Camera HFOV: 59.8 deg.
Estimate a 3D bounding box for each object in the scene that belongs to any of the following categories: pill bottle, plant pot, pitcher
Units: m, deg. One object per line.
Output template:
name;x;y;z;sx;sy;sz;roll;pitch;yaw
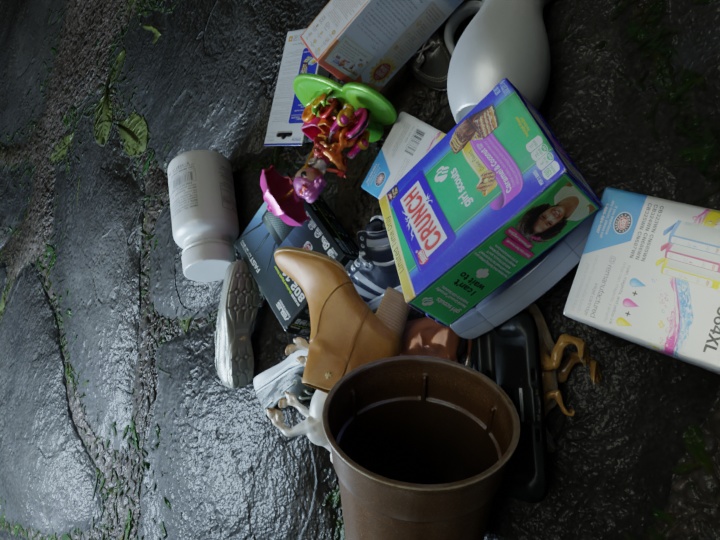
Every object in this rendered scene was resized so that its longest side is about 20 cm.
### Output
pill bottle;-0.267;-0.092;1.074;0.113;0.113;0.205;-25;65;31
plant pot;0.059;0.230;0.665;0.198;0.198;0.203;24;125;39
pitcher;0.158;-0.266;0.778;0.170;0.120;0.205;-4;66;51

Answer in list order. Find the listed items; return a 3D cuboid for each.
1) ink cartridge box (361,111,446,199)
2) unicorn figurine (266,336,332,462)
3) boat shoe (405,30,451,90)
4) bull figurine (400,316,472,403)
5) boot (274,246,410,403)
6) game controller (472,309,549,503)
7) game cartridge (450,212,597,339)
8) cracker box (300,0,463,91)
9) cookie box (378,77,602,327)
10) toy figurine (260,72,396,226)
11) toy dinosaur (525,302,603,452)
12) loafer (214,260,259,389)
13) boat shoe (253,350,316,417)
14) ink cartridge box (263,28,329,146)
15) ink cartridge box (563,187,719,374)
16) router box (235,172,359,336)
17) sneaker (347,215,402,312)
ink cartridge box;0.106;-0.108;0.804;0.199;0.067;0.117;39;104;39
unicorn figurine;-0.046;0.177;0.802;0.135;0.074;0.205;18;107;22
boat shoe;0.074;-0.332;0.890;0.067;0.056;0.202;-42;57;23
bull figurine;0.057;0.112;0.797;0.197;0.064;0.125;-18;75;41
boot;-0.045;0.066;0.759;0.197;0.071;0.146;22;72;13
game controller;0.165;0.146;0.692;0.104;0.041;0.206;-15;75;57
game cartridge;0.176;-0.014;0.703;0.200;0.041;0.134;-43;17;24
cracker box;0.035;-0.333;0.810;0.199;0.133;0.058;-42;62;20
cookie box;0.122;-0.070;0.657;0.200;0.074;0.173;-42;38;25
toy figurine;-0.058;-0.148;0.859;0.198;0.149;0.187;14;73;55
toy dinosaur;0.201;0.093;0.686;0.105;0.060;0.205;-12;72;38
loafer;-0.204;0.085;1.004;0.069;0.069;0.206;6;91;46
boat shoe;-0.079;0.157;0.903;0.199;0.071;0.072;-35;67;40
ink cartridge box;-0.100;-0.300;1.039;0.093;0.037;0.205;8;82;39
ink cartridge box;0.314;0.020;0.568;0.198;0.124;0.131;21;92;40
router box;-0.095;-0.027;0.953;0.151;0.061;0.201;-51;54;20
sneaker;0.000;0.000;0.835;0.197;0.070;0.110;-24;104;27
